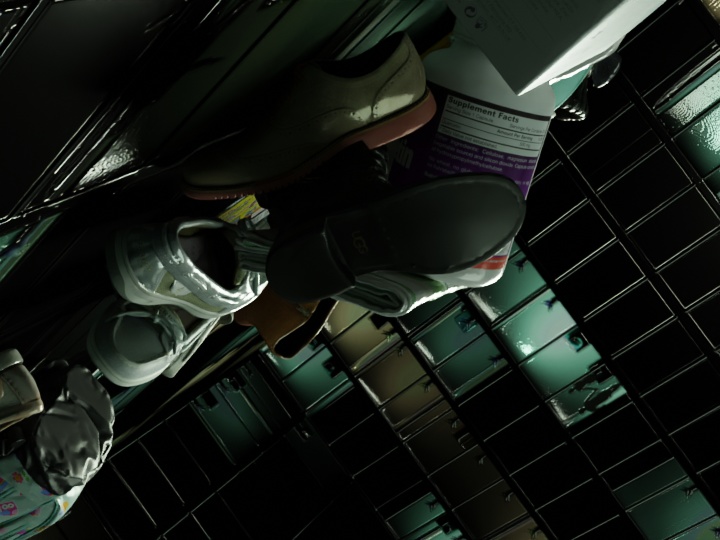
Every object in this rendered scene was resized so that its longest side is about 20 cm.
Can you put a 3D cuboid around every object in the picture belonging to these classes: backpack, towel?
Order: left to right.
[{"bbox_3d":[-0.347,0.195,1.172,0.199,0.127,0.167,-31,-167,20],"label":"backpack"},{"bbox_3d":[0.000,0.000,0.961,0.200,0.148,0.031,-9,118,-71],"label":"towel"}]

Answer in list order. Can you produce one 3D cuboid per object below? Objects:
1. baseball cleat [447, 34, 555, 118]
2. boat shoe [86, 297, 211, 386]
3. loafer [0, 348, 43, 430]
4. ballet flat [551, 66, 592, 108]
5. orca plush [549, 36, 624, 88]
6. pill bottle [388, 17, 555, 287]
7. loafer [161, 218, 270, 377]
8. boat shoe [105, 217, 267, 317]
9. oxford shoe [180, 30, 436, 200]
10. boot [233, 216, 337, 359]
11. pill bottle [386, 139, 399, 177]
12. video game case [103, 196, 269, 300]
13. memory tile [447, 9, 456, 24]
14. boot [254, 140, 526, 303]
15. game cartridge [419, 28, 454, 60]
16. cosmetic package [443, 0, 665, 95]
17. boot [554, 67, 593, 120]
[{"bbox_3d":[0.113,-0.109,1.024,0.105,0.202,0.070,3,-154,-2],"label":"baseball cleat"},{"bbox_3d":[-0.166,0.034,1.046,0.065,0.075,0.202,-44,177,32],"label":"boat shoe"},{"bbox_3d":[-0.355,0.147,1.037,0.200,0.063,0.072,-39,176,24],"label":"loafer"},{"bbox_3d":[0.201,-0.236,1.114,0.071,0.070,0.201,-33,157,-57],"label":"ballet flat"},{"bbox_3d":[0.175,-0.203,1.056,0.201,0.104,0.072,120,-13,-49],"label":"orca plush"},{"bbox_3d":[0.085,-0.096,0.937,0.112,0.111,0.202,-29,136,-70],"label":"pill bottle"},{"bbox_3d":[-0.153,0.023,1.196,0.070,0.070,0.200,-1,-141,47],"label":"loafer"},{"bbox_3d":[-0.118,-0.008,0.933,0.064,0.075,0.202,-16,168,23],"label":"boat shoe"},{"bbox_3d":[-0.045,-0.115,0.860,0.198,0.075,0.071,-25,-146,-9],"label":"oxford shoe"},{"bbox_3d":[-0.060,-0.013,1.209,0.189,0.069,0.200,-48,-158,-9],"label":"boot"},{"bbox_3d":[0.003,-0.091,1.102,0.109,0.110,0.200,-37,-175,2],"label":"pill bottle"},{"bbox_3d":[-0.143,-0.039,1.089,0.199,0.026,0.181,-36,177,-13],"label":"video game case"},{"bbox_3d":[0.165,-0.282,1.074,0.199,0.017,0.153,-38,177,7],"label":"memory tile"},{"bbox_3d":[0.012,-0.058,0.857,0.198,0.070,0.175,-14,-153,5],"label":"boot"},{"bbox_3d":[0.096,-0.201,1.123,0.176,0.033,0.200,-37,175,3],"label":"game cartridge"},{"bbox_3d":[0.178,-0.243,0.819,0.200,0.123,0.199,-41,176,35],"label":"cosmetic package"},{"bbox_3d":[0.229,-0.236,1.250,0.211,0.079,0.160,-7,109,-69],"label":"boot"}]
